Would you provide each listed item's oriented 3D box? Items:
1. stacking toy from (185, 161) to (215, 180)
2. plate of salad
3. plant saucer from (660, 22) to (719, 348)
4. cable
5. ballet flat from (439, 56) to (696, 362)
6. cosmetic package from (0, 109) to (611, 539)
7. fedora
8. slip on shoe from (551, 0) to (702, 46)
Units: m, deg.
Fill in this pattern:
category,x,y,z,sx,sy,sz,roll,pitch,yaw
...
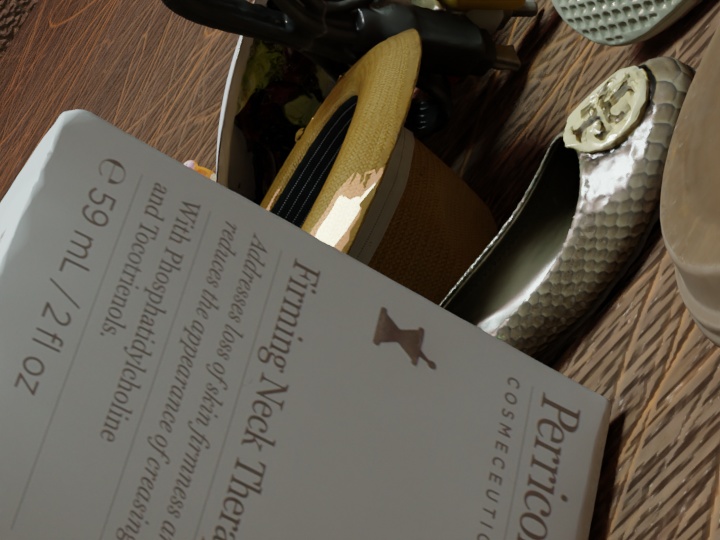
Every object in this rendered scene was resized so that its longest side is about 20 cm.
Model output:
category,x,y,z,sx,sy,sz,roll,pitch,yaw
stacking toy,-0.109,0.008,1.111,0.200,0.110,0.116,-47,-40,-52
plate of salad,-0.014,-0.073,1.140,0.200,0.048,0.200,15,-90,-71
plant saucer,0.147,-0.068,0.732,0.200,0.029,0.200,-54,15,22
cable,-0.011,-0.108,1.058,0.097,0.200,0.050,-48,43,40
ballet flat,0.050,0.006,0.883,0.200,0.046,0.067,-56,16,20
cosmetic package,-0.058,0.094,0.774,0.166,0.200,0.167,-48,20,44
fedora,0.000,0.000,0.997,0.201,0.082,0.201,-59,10,16
slip on shoe,0.134,-0.164,0.910,0.061,0.074,0.200,-20,-34,-55
